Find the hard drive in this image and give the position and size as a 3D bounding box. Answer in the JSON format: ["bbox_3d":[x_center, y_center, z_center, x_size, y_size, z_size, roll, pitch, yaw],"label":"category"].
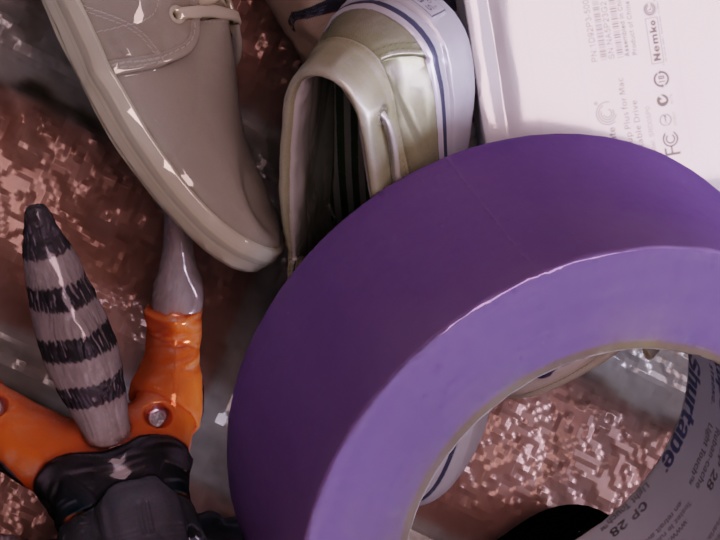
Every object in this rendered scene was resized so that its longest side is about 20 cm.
[{"bbox_3d":[0.132,-0.090,0.974,0.199,0.026,0.133,-10,99,-4],"label":"hard drive"}]

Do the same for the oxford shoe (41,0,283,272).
[{"bbox_3d":[-0.070,-0.094,0.978,0.058,0.075,0.201,-27,83,14],"label":"oxford shoe"}]

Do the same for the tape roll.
[{"bbox_3d":[0.063,0.063,0.946,0.199,0.085,0.201,-9,120,-15],"label":"tape roll"}]

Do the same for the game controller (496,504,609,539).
[{"bbox_3d":[0.035,0.167,1.026,0.200,0.042,0.104,-33,62,-20],"label":"game controller"}]

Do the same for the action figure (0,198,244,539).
[{"bbox_3d":[-0.108,0.084,0.969,0.199,0.105,0.194,-16,85,-21],"label":"action figure"}]

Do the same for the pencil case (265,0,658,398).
[{"bbox_3d":[0.036,-0.053,1.021,0.078,0.089,0.201,-35,101,-29],"label":"pencil case"}]

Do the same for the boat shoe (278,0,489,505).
[{"bbox_3d":[0.000,0.000,0.985,0.062,0.072,0.201,-37,135,-42],"label":"boat shoe"}]
